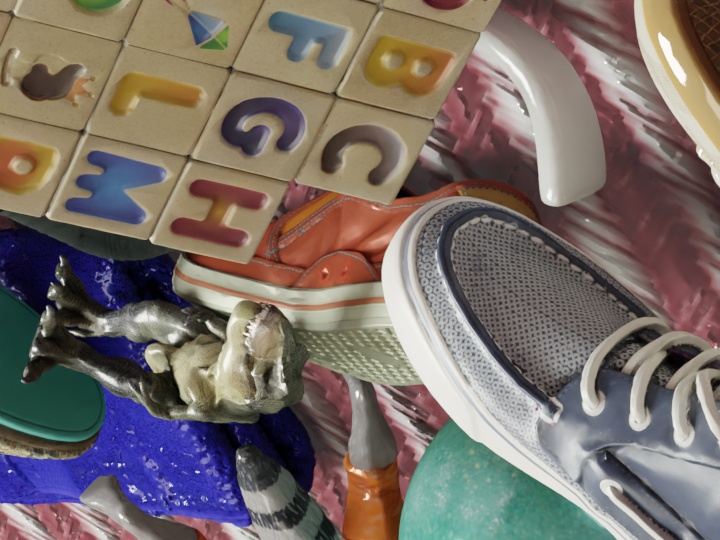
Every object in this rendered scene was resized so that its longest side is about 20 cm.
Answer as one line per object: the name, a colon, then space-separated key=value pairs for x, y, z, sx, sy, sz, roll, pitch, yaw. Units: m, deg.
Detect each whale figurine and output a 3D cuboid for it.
whale figurine: x=0.097 y=0.119 z=1.031 sx=0.199 sy=0.104 sz=0.160 roll=29 pitch=152 yaw=33

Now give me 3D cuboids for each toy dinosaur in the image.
toy dinosaur: x=-0.069 y=0.029 z=1.038 sx=0.088 sy=0.048 sz=0.200 roll=19 pitch=175 yaw=-7

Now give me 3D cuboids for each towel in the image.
towel: x=-0.126 y=0.046 z=1.203 sx=0.199 sy=0.050 sz=0.148 roll=-4 pitch=135 yaw=44

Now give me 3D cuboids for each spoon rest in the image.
spoon rest: x=-0.021 y=-0.059 z=0.945 sx=0.199 sy=0.099 sz=0.061 roll=6 pitch=102 yaw=23

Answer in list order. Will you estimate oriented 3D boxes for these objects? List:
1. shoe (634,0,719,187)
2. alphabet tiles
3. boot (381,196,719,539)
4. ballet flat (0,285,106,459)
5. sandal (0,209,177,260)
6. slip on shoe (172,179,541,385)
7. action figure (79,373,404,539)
shoe: x=0.135 y=-0.015 z=0.868 sx=0.053 sy=0.070 sz=0.200 roll=-19 pitch=125 yaw=42
alphabet tiles: x=-0.060 y=-0.077 z=0.837 sx=0.199 sy=0.006 sz=0.167 roll=13 pitch=126 yaw=-24
boot: x=0.095 y=0.040 z=0.883 sx=0.200 sy=0.073 sz=0.090 roll=44 pitch=149 yaw=5
ballet flat: x=-0.185 y=0.016 z=1.094 sx=0.075 sy=0.068 sz=0.200 roll=-28 pitch=131 yaw=34
sandal: x=-0.127 y=-0.040 z=1.011 sx=0.200 sy=0.048 sz=0.075 roll=22 pitch=138 yaw=-38
slip on shoe: x=0.000 y=0.000 z=1.025 sx=0.074 sy=0.062 sz=0.200 roll=25 pitch=167 yaw=-26
action figure: x=-0.027 y=0.151 z=1.104 sx=0.194 sy=0.199 sz=0.105 roll=62 pitch=165 yaw=-11
